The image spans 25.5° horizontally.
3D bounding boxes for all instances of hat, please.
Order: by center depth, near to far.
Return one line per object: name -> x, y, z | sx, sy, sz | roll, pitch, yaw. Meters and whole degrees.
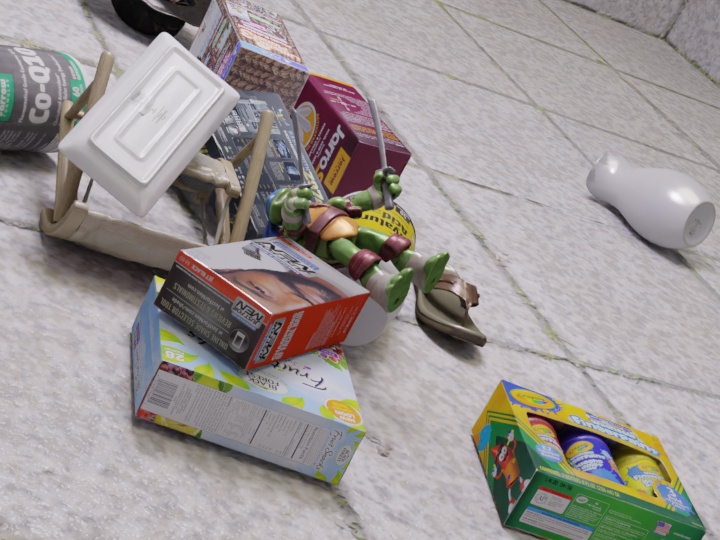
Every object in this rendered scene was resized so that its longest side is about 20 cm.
hat -> -0.306, -0.390, 2.301 | 0.200, 0.081, 0.201 | 28, 27, -16

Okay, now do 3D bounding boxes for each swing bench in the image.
swing bench -> -0.210, -0.085, 1.631 | 0.198, 0.130, 0.201 | 19, 58, -24

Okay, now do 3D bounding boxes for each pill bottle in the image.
pill bottle -> -0.393, -0.184, 1.681 | 0.113, 0.113, 0.200 | 41, 25, 31
pill bottle -> 0.000, 0.000, 1.737 | 0.111, 0.112, 0.200 | 25, 27, -7

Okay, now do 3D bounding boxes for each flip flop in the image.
flip flop -> 0.109, 0.028, 1.885 | 0.081, 0.058, 0.200 | 23, 22, -14

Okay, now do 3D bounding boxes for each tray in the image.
tray -> -0.203, -0.151, 1.574 | 0.107, 0.022, 0.200 | 39, 52, -7

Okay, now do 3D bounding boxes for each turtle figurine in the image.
turtle figurine -> -0.004, -0.063, 1.581 | 0.194, 0.200, 0.144 | 37, 3, 21

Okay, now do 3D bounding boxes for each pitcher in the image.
pitcher -> 0.488, -0.105, 2.590 | 0.200, 0.122, 0.171 | 33, 3, 43

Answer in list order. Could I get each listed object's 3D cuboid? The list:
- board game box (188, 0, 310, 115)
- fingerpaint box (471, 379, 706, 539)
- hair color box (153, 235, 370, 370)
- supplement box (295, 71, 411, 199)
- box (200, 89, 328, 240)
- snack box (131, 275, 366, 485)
board game box -> -0.158, -0.238, 2.023 | 0.097, 0.160, 0.200 | 18, 24, -24
fingerpaint box -> 0.227, 0.208, 1.600 | 0.199, 0.074, 0.167 | 21, 22, -17
hair color box -> -0.087, 0.025, 1.468 | 0.111, 0.064, 0.200 | 34, 19, 18
supplement box -> -0.028, -0.162, 2.075 | 0.085, 0.111, 0.200 | 12, 26, -34
box -> -0.120, -0.115, 1.840 | 0.157, 0.051, 0.201 | -4, 64, -52
snack box -> -0.106, 0.099, 1.452 | 0.199, 0.068, 0.169 | 20, 21, -17
